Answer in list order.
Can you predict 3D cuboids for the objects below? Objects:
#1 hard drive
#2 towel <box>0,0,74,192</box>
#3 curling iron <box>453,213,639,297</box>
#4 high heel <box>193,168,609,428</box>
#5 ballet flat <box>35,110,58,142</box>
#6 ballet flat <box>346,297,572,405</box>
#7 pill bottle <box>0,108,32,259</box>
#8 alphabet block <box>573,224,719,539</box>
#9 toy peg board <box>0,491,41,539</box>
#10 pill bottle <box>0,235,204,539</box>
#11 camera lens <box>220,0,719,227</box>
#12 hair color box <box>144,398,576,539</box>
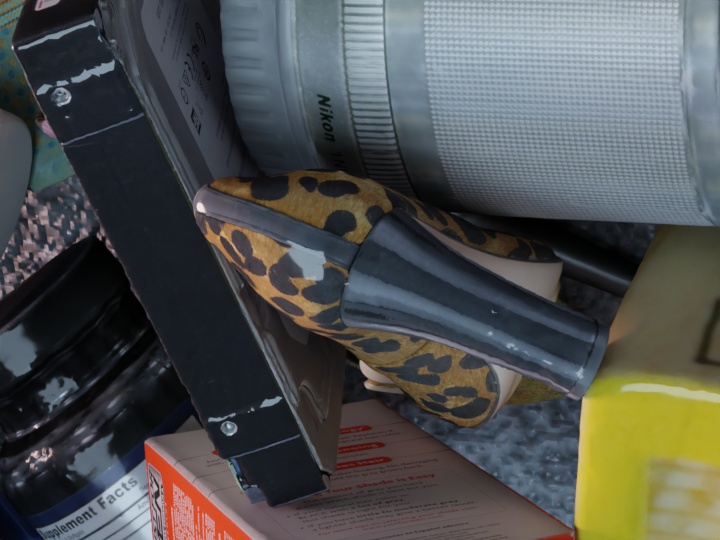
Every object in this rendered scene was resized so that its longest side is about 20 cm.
[{"bbox_3d":[-0.057,-0.033,1.024,0.038,0.140,0.201,-17,118,13],"label":"hard drive"},{"bbox_3d":[-0.121,-0.142,1.146,0.146,0.022,0.201,-20,106,26],"label":"towel"},{"bbox_3d":[0.027,-0.020,1.141,0.199,0.050,0.026,19,140,-6],"label":"curling iron"},{"bbox_3d":[0.000,0.000,1.022,0.142,0.200,0.072,23,85,-9],"label":"high heel"},{"bbox_3d":[-0.086,-0.131,1.082,0.071,0.069,0.201,7,117,-14],"label":"ballet flat"},{"bbox_3d":[-0.004,0.012,1.159,0.199,0.071,0.071,26,122,5],"label":"ballet flat"},{"bbox_3d":[-0.241,-0.055,1.169,0.199,0.120,0.120,22,122,12],"label":"pill bottle"},{"bbox_3d":[0.191,0.084,1.049,0.195,0.200,0.197,8,119,16],"label":"alphabet block"},{"bbox_3d":[-0.207,0.083,1.201,0.198,0.200,0.098,31,108,2],"label":"toy peg board"},{"bbox_3d":[-0.078,0.088,1.198,0.112,0.112,0.200,-33,102,30],"label":"pill bottle"},{"bbox_3d":[0.068,-0.098,1.019,0.199,0.160,0.161,3,118,18],"label":"camera lens"},{"bbox_3d":[-0.004,0.104,1.055,0.101,0.200,0.062,-9,104,-18],"label":"hair color box"}]
